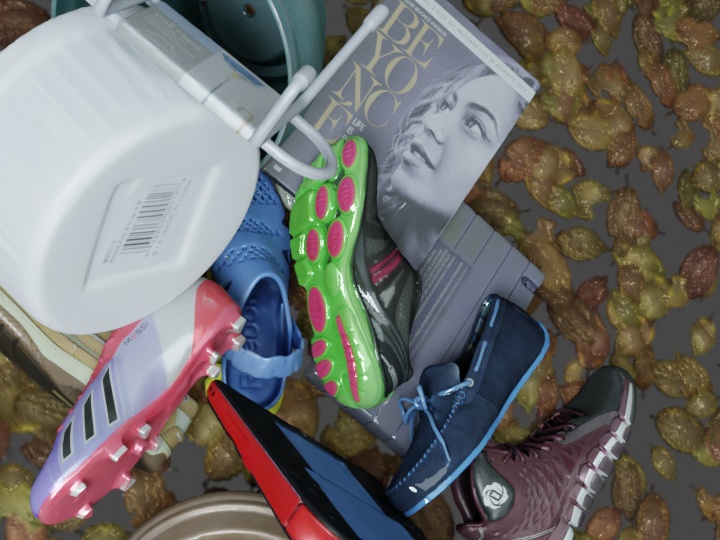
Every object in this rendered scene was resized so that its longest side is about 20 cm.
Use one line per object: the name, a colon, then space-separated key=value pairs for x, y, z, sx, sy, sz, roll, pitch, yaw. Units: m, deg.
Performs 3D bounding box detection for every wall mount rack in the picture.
wall mount rack: x=-0.068 y=-0.151 z=0.751 sx=0.199 sy=0.075 sz=0.174 roll=39 pitch=26 yaw=-3

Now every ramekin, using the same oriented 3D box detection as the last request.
ramekin: x=-0.157 y=-0.055 z=0.786 sx=0.200 sy=0.201 sz=0.098 roll=-34 pitch=63 yaw=-26

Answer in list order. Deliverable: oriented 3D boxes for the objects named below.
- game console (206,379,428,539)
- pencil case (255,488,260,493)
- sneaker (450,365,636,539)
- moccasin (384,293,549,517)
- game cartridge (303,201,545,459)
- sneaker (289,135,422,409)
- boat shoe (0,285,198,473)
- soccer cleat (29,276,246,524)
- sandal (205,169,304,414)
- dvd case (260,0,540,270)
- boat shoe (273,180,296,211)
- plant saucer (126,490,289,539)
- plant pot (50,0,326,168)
game console: x=-0.008 y=0.162 z=0.853 sx=0.031 sy=0.177 sz=0.200 roll=-45 pitch=132 yaw=5
pencil case: x=-0.006 y=0.238 z=0.910 sx=0.200 sy=0.092 sz=0.085 roll=40 pitch=66 yaw=-11
sneaker: x=0.140 y=0.142 z=1.006 sx=0.115 sy=0.076 sz=0.201 roll=34 pitch=68 yaw=-11
moccasin: x=0.069 y=0.099 z=0.956 sx=0.068 sy=0.080 sz=0.200 roll=44 pitch=51 yaw=-6
game cartridge: x=0.053 y=0.042 z=1.011 sx=0.129 sy=0.038 sz=0.201 roll=39 pitch=67 yaw=-8
sneaker: x=0.000 y=0.000 z=0.941 sx=0.083 sy=0.076 sz=0.203 roll=-10 pitch=97 yaw=-47
boat shoe: x=-0.197 y=0.052 z=0.880 sx=0.200 sy=0.071 sz=0.076 roll=48 pitch=66 yaw=-21
soccer cleat: x=-0.157 y=0.081 z=0.834 sx=0.076 sy=0.067 sz=0.200 roll=33 pitch=62 yaw=15
sandal: x=-0.077 y=0.011 z=0.930 sx=0.079 sy=0.087 sz=0.202 roll=-4 pitch=79 yaw=-23
dvd case: x=0.035 y=-0.114 z=0.981 sx=0.148 sy=0.016 sz=0.201 roll=38 pitch=79 yaw=-17
boat shoe: x=-0.002 y=-0.128 z=1.008 sx=0.074 sy=0.062 sz=0.201 roll=38 pitch=78 yaw=-19
plant saucer: x=-0.084 y=0.249 z=0.852 sx=0.197 sy=0.029 sz=0.203 roll=0 pitch=102 yaw=-2
plant pot: x=-0.105 y=-0.176 z=0.914 sx=0.201 sy=0.200 sz=0.134 roll=53 pitch=38 yaw=-5
